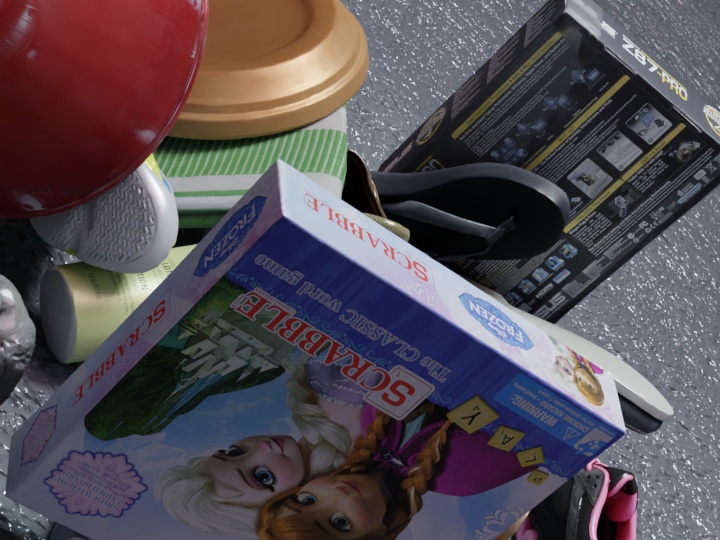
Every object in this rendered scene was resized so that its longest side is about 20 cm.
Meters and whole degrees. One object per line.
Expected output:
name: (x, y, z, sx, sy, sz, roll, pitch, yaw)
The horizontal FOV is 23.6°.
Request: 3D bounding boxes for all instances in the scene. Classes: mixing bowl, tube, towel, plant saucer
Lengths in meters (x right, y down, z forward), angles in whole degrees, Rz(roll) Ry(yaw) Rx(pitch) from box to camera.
mixing bowl: (-0.185, -0.132, 0.836, 0.201, 0.200, 0.108, 56, 11, 17)
tube: (-0.073, 0.009, 0.936, 0.198, 0.052, 0.059, -7, 98, -31)
towel: (-0.083, -0.090, 1.078, 0.151, 0.024, 0.201, -3, 37, 1)
plant saucer: (-0.093, -0.151, 1.101, 0.198, 0.038, 0.201, 3, 36, -2)

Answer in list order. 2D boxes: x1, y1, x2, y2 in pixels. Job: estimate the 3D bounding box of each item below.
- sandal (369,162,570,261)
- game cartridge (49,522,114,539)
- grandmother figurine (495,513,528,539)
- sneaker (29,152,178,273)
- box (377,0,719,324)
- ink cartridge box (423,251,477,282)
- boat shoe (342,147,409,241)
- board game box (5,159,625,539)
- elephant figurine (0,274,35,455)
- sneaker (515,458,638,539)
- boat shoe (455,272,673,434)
sandal: (0.038, -0.030, 1.132, 0.076, 0.198, 0.043, 78, 20, -45)
game cartridge: (-0.080, 0.139, 0.856, 0.133, 0.041, 0.200, 42, 27, -2)
grandmother figurine: (-0.013, 0.089, 0.884, 0.199, 0.061, 0.122, 38, 65, -1)
sneaker: (-0.144, -0.059, 0.939, 0.200, 0.076, 0.105, 40, 14, 33)
box: (0.128, -0.068, 1.148, 0.161, 0.200, 0.049, 36, 34, -16)
ink cartridge box: (0.029, -0.037, 1.235, 0.200, 0.050, 0.109, 48, 27, 0)
boat shoe: (-0.005, -0.002, 1.022, 0.074, 0.075, 0.203, 18, 32, -32)
board game box: (-0.021, 0.074, 0.771, 0.199, 0.199, 0.041, 31, 31, -26)
elephant figurine: (-0.219, -0.025, 0.746, 0.141, 0.155, 0.201, -3, 63, -39)
sneaker: (0.138, 0.146, 1.103, 0.079, 0.095, 0.201, 25, 32, -33)
boat shoe: (0.109, 0.063, 1.133, 0.199, 0.062, 0.073, 29, 10, 19)
